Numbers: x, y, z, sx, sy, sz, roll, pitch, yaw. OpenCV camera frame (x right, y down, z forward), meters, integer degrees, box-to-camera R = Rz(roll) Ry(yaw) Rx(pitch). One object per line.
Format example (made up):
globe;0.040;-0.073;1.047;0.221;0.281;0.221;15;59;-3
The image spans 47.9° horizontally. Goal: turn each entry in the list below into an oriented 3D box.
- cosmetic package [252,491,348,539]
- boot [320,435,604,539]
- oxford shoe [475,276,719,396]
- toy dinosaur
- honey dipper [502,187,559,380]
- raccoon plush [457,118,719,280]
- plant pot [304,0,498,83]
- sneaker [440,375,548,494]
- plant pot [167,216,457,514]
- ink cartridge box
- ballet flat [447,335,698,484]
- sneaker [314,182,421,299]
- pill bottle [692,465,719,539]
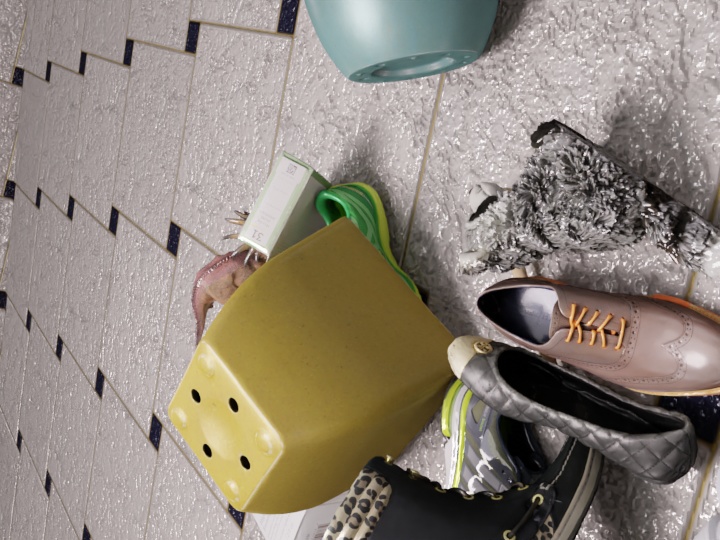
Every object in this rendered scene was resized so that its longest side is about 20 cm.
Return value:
cosmetic package;-0.091;0.244;0.968;0.200;0.073;0.103;44;122;46
boot;0.079;0.168;0.593;0.152;0.204;0.074;29;148;17
oxford shoe;0.172;0.047;0.582;0.198;0.072;0.073;10;93;41
toy dinosaur;-0.160;0.000;1.021;0.086;0.200;0.136;42;166;19
honey dipper;0.141;0.028;0.679;0.038;0.038;0.203;-37;60;48
raccoon plush;0.155;-0.017;0.589;0.135;0.096;0.200;-58;43;18
plant pot;0.037;-0.261;0.726;0.199;0.198;0.164;-2;97;55
sneaker;0.114;0.188;0.677;0.080;0.073;0.204;-11;80;50
plant pot;-0.056;0.105;0.744;0.195;0.199;0.196;48;131;17
ink cartridge box;-0.095;-0.017;0.889;0.047;0.145;0.202;28;91;11
ballet flat;0.152;0.089;0.600;0.198;0.066;0.058;23;132;31
sneaker;0.000;0.000;0.840;0.074;0.083;0.202;-47;55;43
pill bottle;0.264;0.109;0.428;0.112;0.111;0.202;54;130;42
